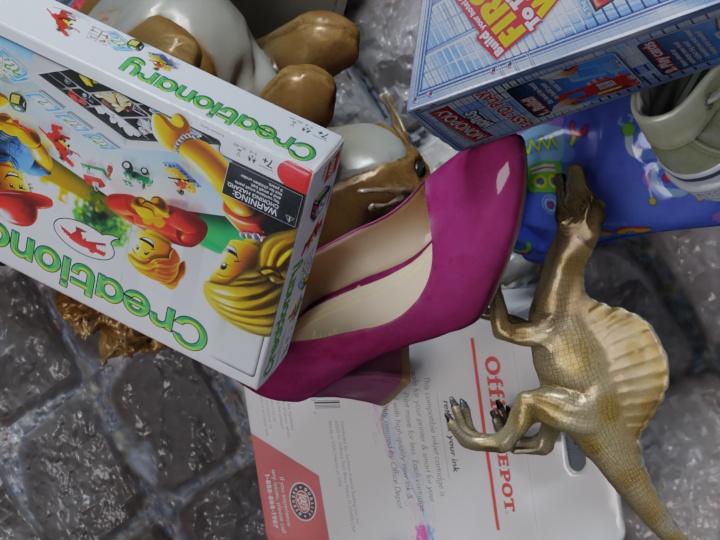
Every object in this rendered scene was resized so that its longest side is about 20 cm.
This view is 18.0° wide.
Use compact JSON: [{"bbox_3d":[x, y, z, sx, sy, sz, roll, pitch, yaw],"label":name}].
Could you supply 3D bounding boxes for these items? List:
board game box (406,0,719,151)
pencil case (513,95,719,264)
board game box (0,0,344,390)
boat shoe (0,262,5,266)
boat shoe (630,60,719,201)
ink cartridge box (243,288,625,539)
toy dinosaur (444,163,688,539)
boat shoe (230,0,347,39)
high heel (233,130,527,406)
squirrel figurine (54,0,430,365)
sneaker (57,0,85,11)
[{"bbox_3d":[0.092,-0.148,0.913,0.199,0.062,0.201,-31,65,14],"label":"board game box"},{"bbox_3d":[0.142,-0.053,1.024,0.199,0.078,0.087,-8,80,32],"label":"pencil case"},{"bbox_3d":[-0.112,-0.044,0.985,0.199,0.035,0.127,26,131,11],"label":"board game box"},{"bbox_3d":[-0.186,-0.029,1.224,0.201,0.072,0.061,19,105,21],"label":"boat shoe"},{"bbox_3d":[0.176,-0.125,0.946,0.072,0.062,0.201,14,72,40],"label":"boat shoe"},{"bbox_3d":[0.045,0.073,1.115,0.199,0.067,0.117,-3,100,31],"label":"ink cartridge box"},{"bbox_3d":[0.095,0.059,1.008,0.101,0.058,0.201,-14,99,31],"label":"toy dinosaur"},{"bbox_3d":[-0.040,-0.159,1.132,0.200,0.072,0.063,-59,27,32],"label":"boat shoe"},{"bbox_3d":[0.000,0.000,0.998,0.200,0.096,0.068,121,153,-45],"label":"high heel"},{"bbox_3d":[-0.070,-0.047,1.094,0.200,0.142,0.186,-38,121,25],"label":"squirrel figurine"},{"bbox_3d":[-0.135,-0.183,1.154,0.095,0.079,0.200,38,117,14],"label":"sneaker"}]
